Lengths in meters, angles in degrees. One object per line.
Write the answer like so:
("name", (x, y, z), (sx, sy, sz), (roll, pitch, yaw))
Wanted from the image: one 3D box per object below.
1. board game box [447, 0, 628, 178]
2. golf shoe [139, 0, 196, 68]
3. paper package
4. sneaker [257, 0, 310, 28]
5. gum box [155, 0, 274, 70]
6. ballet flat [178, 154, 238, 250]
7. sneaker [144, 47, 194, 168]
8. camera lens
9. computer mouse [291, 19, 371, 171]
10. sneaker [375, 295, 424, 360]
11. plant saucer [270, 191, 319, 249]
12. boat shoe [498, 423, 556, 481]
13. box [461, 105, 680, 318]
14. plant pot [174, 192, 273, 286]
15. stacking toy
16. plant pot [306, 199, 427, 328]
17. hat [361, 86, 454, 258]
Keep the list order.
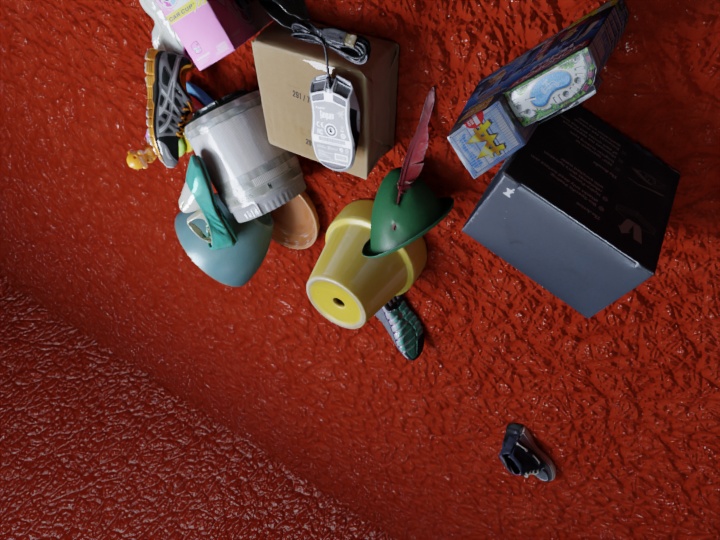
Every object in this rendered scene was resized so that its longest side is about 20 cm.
("board game box", (0.192, -0.197, 0.600), (0.062, 0.200, 0.199), (50, 143, -17))
("golf shoe", (-0.317, -0.436, 0.894), (0.091, 0.076, 0.201), (18, 148, 8))
("paper package", (-0.051, -0.267, 0.815), (0.199, 0.104, 0.191), (22, 142, 19))
("sneaker", (-0.134, -0.439, 0.724), (0.060, 0.103, 0.202), (-17, 83, 61))
("gum box", (-0.200, -0.378, 0.746), (0.066, 0.201, 0.114), (-19, 121, 22))
("ballet flat", (-0.277, -0.107, 0.923), (0.067, 0.070, 0.201), (55, 165, 40))
("sneaker", (-0.331, -0.283, 0.923), (0.077, 0.078, 0.202), (-1, 104, -10))
("camera lens", (-0.204, -0.209, 0.943), (0.159, 0.160, 0.201), (-8, 116, 45))
("computer mouse", (-0.035, -0.232, 0.719), (0.109, 0.044, 0.201), (17, 135, 19))
("sneaker", (0.075, 0.108, 1.171), (0.087, 0.074, 0.201), (8, 128, 54))
("plant saucer", (-0.167, -0.134, 1.123), (0.199, 0.038, 0.201), (24, 143, 19))
("boat shoe", (0.397, 0.466, 1.259), (0.074, 0.093, 0.200), (-17, 118, 49))
("box", (0.266, -0.086, 0.661), (0.196, 0.200, 0.118), (35, 145, 4))
("plant pot", (-0.260, -0.087, 1.090), (0.134, 0.200, 0.200), (-38, 105, 16))
("stacking toy", (-0.366, -0.255, 1.009), (0.116, 0.200, 0.110), (43, 150, -6))
("plant pot", (0.000, 0.000, 0.998), (0.200, 0.189, 0.202), (23, 143, 18))
("hat", (0.045, -0.147, 0.840), (0.177, 0.199, 0.165), (58, 166, -17))
